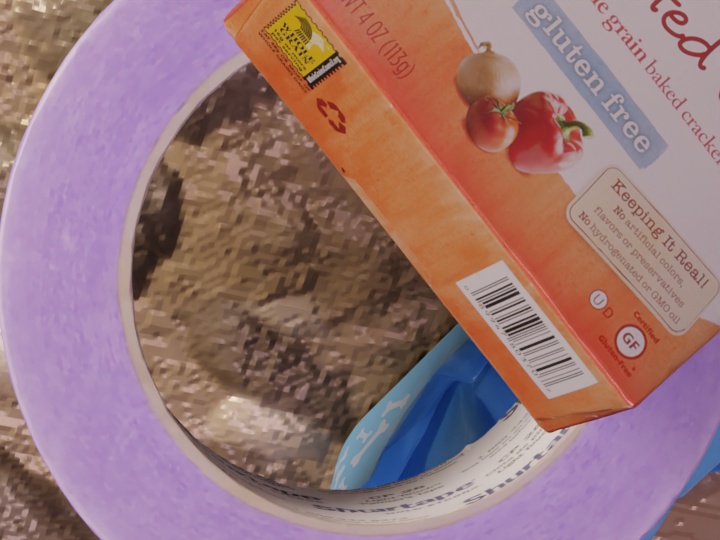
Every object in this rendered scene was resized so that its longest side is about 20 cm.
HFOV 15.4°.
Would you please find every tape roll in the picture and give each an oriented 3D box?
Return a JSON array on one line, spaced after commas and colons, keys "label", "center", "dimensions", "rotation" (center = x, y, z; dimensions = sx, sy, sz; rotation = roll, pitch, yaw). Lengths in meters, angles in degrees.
[{"label": "tape roll", "center": [0.000, 0.000, 0.733], "dimensions": [0.200, 0.085, 0.200], "rotation": [0, 91, -8]}]

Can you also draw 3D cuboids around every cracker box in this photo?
[{"label": "cracker box", "center": [0.084, -0.074, 0.672], "dimensions": [0.200, 0.058, 0.134], "rotation": [-41, 95, -22]}]

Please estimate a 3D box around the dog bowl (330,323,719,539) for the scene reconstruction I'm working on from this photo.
[{"label": "dog bowl", "center": [0.066, 0.054, 0.856], "dimensions": [0.111, 0.050, 0.200], "rotation": [32, 115, -25]}]
